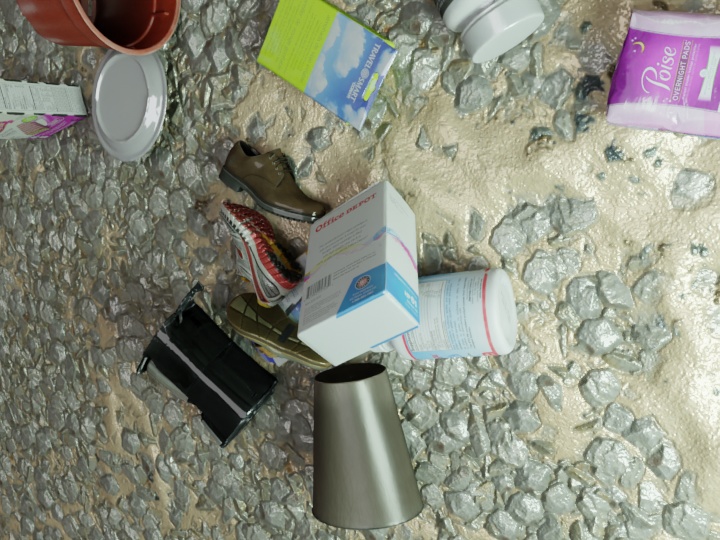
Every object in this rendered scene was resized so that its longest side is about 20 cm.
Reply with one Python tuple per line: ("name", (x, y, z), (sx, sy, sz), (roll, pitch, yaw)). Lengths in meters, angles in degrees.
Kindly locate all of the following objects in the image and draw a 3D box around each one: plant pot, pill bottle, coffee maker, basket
("plant pot", (-0.419, -0.436, 0.955), (0.191, 0.199, 0.207), (8, 104, 33))
("pill bottle", (0.129, -0.361, 0.724), (0.112, 0.113, 0.204), (-27, 88, 28))
("coffee maker", (-0.239, 0.162, 0.987), (0.199, 0.135, 0.193), (40, 143, 2))
("basket", (-0.002, 0.251, 0.907), (0.176, 0.135, 0.206), (-5, 95, 26))
("pill bottle", (0.103, 0.062, 0.826), (0.195, 0.108, 0.112), (-8, 97, 28))

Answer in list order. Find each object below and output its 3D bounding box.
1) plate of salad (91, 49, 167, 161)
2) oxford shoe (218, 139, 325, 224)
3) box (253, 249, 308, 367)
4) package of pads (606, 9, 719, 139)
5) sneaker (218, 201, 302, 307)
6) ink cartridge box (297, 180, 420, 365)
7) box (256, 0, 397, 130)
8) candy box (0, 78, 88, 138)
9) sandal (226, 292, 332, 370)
("plate of salad", (-0.386, -0.287, 1.039), (0.195, 0.048, 0.207), (2, 93, 32))
("oxford shoe", (-0.127, -0.135, 0.925), (0.197, 0.072, 0.086), (32, 108, 17))
("box", (-0.102, 0.062, 0.970), (0.198, 0.041, 0.121), (-36, 83, 30))
("package of pads", (0.372, -0.205, 0.653), (0.195, 0.075, 0.124), (15, 104, 24))
("sneaker", (-0.171, -0.029, 0.942), (0.083, 0.077, 0.201), (-50, 57, 22))
("ink cartridge box", (0.000, 0.000, 0.816), (0.142, 0.204, 0.084), (-27, 131, 28))
("box", (-0.043, -0.299, 0.861), (0.198, 0.047, 0.124), (37, 115, 16))
("candy box", (-0.598, -0.276, 1.062), (0.133, 0.199, 0.063), (-14, 94, 28))
("sandal", (-0.124, 0.103, 0.934), (0.196, 0.080, 0.055), (27, 133, 15))
